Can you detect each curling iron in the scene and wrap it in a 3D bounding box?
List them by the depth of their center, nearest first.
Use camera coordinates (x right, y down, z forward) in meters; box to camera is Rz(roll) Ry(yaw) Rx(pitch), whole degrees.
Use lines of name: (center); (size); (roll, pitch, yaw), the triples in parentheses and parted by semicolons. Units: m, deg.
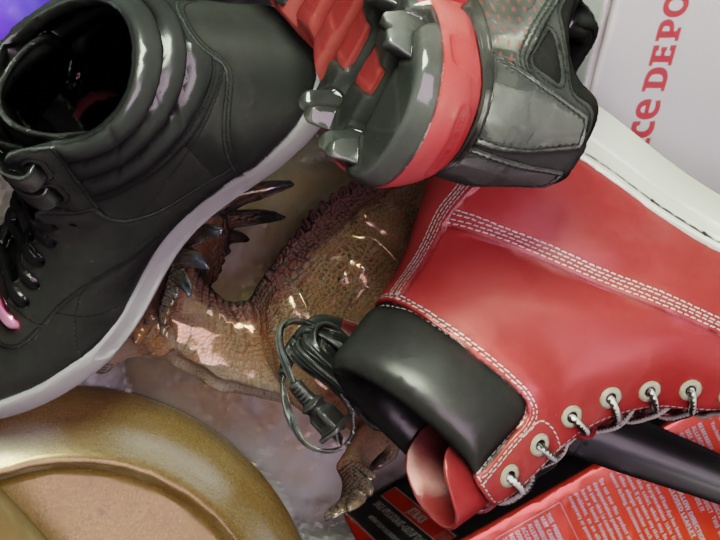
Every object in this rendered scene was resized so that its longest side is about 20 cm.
curling iron: (0.062, 0.058, 0.967); (0.199, 0.026, 0.050); (17, 61, -13)

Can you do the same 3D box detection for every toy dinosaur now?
toy dinosaur: (0.000, 0.000, 1.018); (0.200, 0.086, 0.136); (-30, 93, -16)

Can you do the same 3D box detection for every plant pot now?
plant pot: (-0.109, 0.142, 1.038); (0.199, 0.027, 0.201); (-2, 99, -13)

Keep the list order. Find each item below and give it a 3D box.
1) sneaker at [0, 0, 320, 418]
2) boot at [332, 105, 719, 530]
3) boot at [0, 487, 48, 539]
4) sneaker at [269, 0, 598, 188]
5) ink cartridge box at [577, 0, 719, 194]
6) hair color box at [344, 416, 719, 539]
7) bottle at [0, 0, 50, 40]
sneaker: (-0.105, -0.026, 0.949); (0.099, 0.071, 0.200); (15, 130, -47)
boot: (0.094, 0.045, 0.936); (0.200, 0.072, 0.145); (30, 68, -7)
boot: (-0.137, 0.081, 0.903); (0.066, 0.200, 0.175); (-40, 83, -11)
sneaker: (0.021, -0.093, 0.909); (0.098, 0.201, 0.071); (12, 125, -27)
ink cartridge box: (0.162, -0.091, 1.008); (0.199, 0.084, 0.145); (-3, 135, -14)
hair color box: (0.103, 0.074, 1.042); (0.200, 0.101, 0.061); (-28, 103, -9)
bottle: (-0.189, -0.134, 0.945); (0.065, 0.084, 0.200); (-44, 106, 6)
